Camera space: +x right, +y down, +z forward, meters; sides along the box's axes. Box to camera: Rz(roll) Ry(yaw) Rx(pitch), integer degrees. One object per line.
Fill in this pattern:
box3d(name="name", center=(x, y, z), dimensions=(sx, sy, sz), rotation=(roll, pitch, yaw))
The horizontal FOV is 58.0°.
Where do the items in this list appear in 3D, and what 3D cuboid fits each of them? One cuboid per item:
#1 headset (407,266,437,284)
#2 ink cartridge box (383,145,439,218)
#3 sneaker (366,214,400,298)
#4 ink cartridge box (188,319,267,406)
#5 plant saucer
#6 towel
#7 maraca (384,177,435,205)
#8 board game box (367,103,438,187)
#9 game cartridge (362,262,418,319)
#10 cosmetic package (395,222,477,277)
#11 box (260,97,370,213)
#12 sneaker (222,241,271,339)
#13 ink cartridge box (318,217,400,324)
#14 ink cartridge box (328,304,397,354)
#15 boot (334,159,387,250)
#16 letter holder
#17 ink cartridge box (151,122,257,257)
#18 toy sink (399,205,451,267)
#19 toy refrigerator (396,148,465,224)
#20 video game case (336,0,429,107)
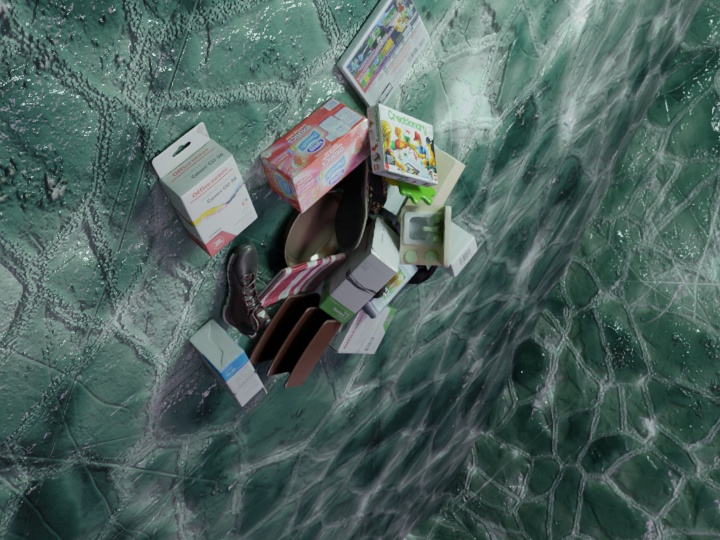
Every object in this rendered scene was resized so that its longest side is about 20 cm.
box3d(name="headset", center=(0.128, -0.011, 1.758), dimensions=(0.201, 0.123, 0.093), rotation=(-51, 149, 8))
box3d(name="ink cartridge box", center=(0.123, -0.230, 1.605), dimensions=(0.202, 0.040, 0.199), rotation=(-57, 152, 5))
box3d(name="sneaker", center=(0.055, -0.037, 1.602), dimensions=(0.113, 0.075, 0.206), rotation=(-10, 97, -48))
box3d(name="ink cartridge box", center=(-0.276, 0.208, 1.377), dimensions=(0.067, 0.115, 0.202), rotation=(-41, 148, -20))
box3d(name="plant saucer", center=(-0.101, -0.089, 1.422), dimensions=(0.199, 0.034, 0.203), rotation=(-38, 148, -29))
box3d(name="towel", center=(-0.133, 0.022, 1.433), dimensions=(0.198, 0.023, 0.144), rotation=(-17, 159, -49))
box3d(name="maraca", center=(0.096, -0.227, 1.420), dimensions=(0.134, 0.204, 0.107), rotation=(-6, 152, -40))
box3d(name="board game box", center=(0.088, -0.246, 1.307), dimensions=(0.197, 0.034, 0.131), rotation=(3, 80, -53))
box3d(name="game cartridge", center=(0.052, 0.007, 1.657), dimensions=(0.200, 0.134, 0.040), rotation=(-46, -170, -30))
box3d(name="cosmetic package", center=(0.198, -0.085, 1.702), dimensions=(0.102, 0.199, 0.074), rotation=(-45, 150, -11))
box3d(name="box", center=(-0.082, -0.222, 1.245), dimensions=(0.200, 0.102, 0.096), rotation=(-44, 149, -21))
box3d(name="sneaker", center=(-0.214, 0.051, 1.309), dimensions=(0.075, 0.115, 0.204), rotation=(-23, 138, -42))
box3d(name="ink cartridge box", center=(0.000, 0.000, 1.480), dimensions=(0.200, 0.084, 0.148), rotation=(-44, -159, 30))
box3d(name="ink cartridge box", center=(-0.006, 0.140, 1.744), dimensions=(0.198, 0.087, 0.148), rotation=(11, 110, -60))
box3d(name="boot", center=(0.005, -0.143, 1.429), dimensions=(0.150, 0.071, 0.207), rotation=(6, 87, -69))
box3d(name="letter holder", center=(-0.154, 0.164, 1.499), dimensions=(0.203, 0.100, 0.141), rotation=(-57, 155, 17))
box3d(name="ink cartridge box", center=(-0.260, -0.134, 1.101), dimensions=(0.116, 0.067, 0.202), rotation=(-44, 149, -19))
box3d(name="toy sink", center=(0.145, -0.082, 1.477), dimensions=(0.200, 0.108, 0.135), rotation=(-60, 150, -82))
box3d(name="toy refrigerator", center=(0.172, -0.193, 1.609), dimensions=(0.203, 0.069, 0.075), rotation=(-60, 156, 15))
box3d(name="video game case", center=(0.050, -0.441, 1.301), dimensions=(0.202, 0.023, 0.182), rotation=(-55, 151, 0))
